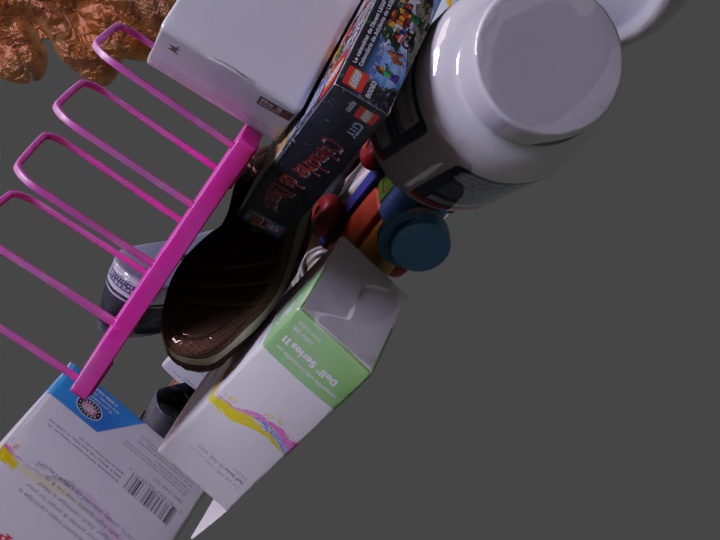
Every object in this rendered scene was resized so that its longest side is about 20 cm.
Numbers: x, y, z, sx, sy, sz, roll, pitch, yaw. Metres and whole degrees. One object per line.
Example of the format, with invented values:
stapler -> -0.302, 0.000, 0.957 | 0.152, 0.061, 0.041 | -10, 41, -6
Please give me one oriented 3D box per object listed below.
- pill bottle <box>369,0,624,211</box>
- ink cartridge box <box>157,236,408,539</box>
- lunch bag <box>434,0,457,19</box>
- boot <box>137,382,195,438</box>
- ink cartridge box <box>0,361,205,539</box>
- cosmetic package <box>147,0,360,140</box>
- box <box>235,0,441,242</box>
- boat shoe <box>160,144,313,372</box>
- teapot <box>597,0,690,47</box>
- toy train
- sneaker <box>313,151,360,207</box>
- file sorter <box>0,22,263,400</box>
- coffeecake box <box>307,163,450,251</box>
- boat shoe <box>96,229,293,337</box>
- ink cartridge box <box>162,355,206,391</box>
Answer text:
pill bottle -> 0.083, -0.107, 0.950 | 0.120, 0.120, 0.200 | -50, 7, -13
ink cartridge box -> -0.064, 0.082, 1.055 | 0.200, 0.067, 0.117 | -45, 7, 28
lunch bag -> 0.120, -0.253, 1.186 | 0.200, 0.122, 0.170 | -58, 8, -15
boot -> -0.212, 0.199, 1.347 | 0.200, 0.066, 0.165 | -50, 5, 14
ink cartridge box -> -0.236, 0.204, 1.142 | 0.145, 0.147, 0.200 | -45, 7, 33
cosmetic package -> -0.044, -0.195, 0.980 | 0.201, 0.101, 0.074 | -61, 8, -18
box -> -0.010, -0.116, 0.981 | 0.137, 0.038, 0.200 | -65, 10, -28
boat shoe -> -0.075, 0.004, 1.071 | 0.075, 0.074, 0.203 | 87, -157, -45
teapot -> 0.150, -0.252, 1.015 | 0.197, 0.200, 0.146 | -42, 12, 53
toy train -> 0.000, 0.000, 1.131 | 0.200, 0.084, 0.116 | -51, 22, 29
sneaker -> -0.043, -0.091, 1.237 | 0.075, 0.079, 0.200 | -39, 14, 53
file sorter -> -0.168, -0.047, 1.025 | 0.200, 0.125, 0.139 | -54, 8, 13
coffeecake box -> 0.048, -0.090, 1.292 | 0.153, 0.073, 0.200 | -43, 9, 37
boat shoe -> -0.119, 0.018, 1.203 | 0.199, 0.074, 0.068 | -14, -43, -51
ink cartridge box -> -0.074, 0.027, 1.381 | 0.200, 0.083, 0.145 | -42, 9, 50
